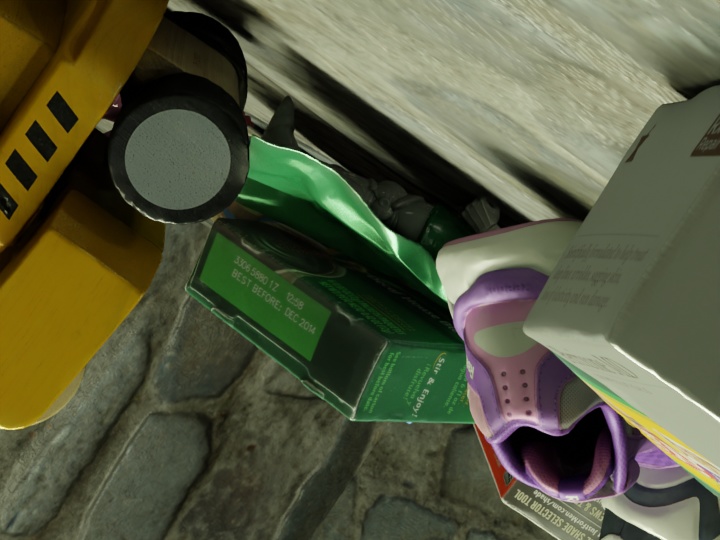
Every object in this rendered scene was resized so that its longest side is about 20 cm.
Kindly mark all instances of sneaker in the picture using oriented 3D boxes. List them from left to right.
[{"bbox_3d":[0.089,0.054,0.947,0.080,0.089,0.200,-13,155,22],"label":"sneaker"},{"bbox_3d":[0.168,0.149,1.115,0.079,0.130,0.199,30,-169,35],"label":"sneaker"}]

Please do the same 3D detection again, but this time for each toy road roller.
[{"bbox_3d":[-0.143,-0.048,1.013,0.146,0.200,0.123,33,-163,-15],"label":"toy road roller"}]

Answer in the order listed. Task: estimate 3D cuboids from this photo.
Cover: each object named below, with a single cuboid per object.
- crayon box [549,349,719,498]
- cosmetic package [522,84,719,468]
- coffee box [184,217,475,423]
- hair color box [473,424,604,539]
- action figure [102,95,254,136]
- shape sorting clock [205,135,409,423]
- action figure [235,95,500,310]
[{"bbox_3d":[0.148,0.055,0.792,0.119,0.058,0.200,33,176,32],"label":"crayon box"},{"bbox_3d":[0.142,0.043,0.554,0.200,0.074,0.102,33,177,-6],"label":"cosmetic package"},{"bbox_3d":[0.028,0.025,1.120,0.200,0.044,0.123,6,-157,-49],"label":"coffee box"},{"bbox_3d":[0.133,0.117,1.561,0.101,0.061,0.200,34,-169,-13],"label":"hair color box"},{"bbox_3d":[-0.127,-0.110,1.154,0.200,0.134,0.149,22,141,-30],"label":"action figure"},{"bbox_3d":[0.000,0.000,1.244,0.200,0.039,0.200,33,-153,-19],"label":"shape sorting clock"},{"bbox_3d":[0.043,-0.005,1.047,0.200,0.055,0.118,32,176,1],"label":"action figure"}]
